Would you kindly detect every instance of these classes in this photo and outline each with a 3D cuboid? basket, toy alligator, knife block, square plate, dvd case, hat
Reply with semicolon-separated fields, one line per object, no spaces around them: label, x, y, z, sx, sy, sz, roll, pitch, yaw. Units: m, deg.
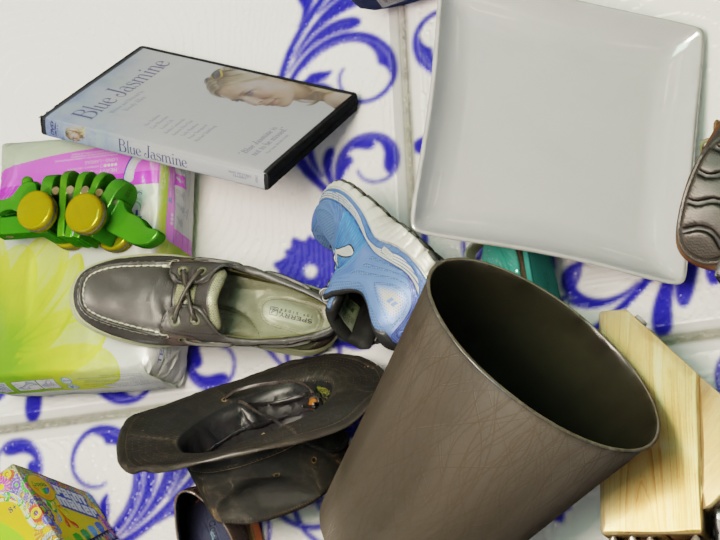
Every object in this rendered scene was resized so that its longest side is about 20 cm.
basket;0.067;0.120;1.330;0.180;0.136;0.200;37;121;1
toy alligator;-0.232;-0.048;1.497;0.199;0.059;0.054;4;76;24
knife block;0.189;0.151;1.346;0.176;0.064;0.200;-47;64;2
square plate;0.139;-0.098;1.410;0.199;0.028;0.199;11;71;-10
dvd case;-0.121;-0.119;1.521;0.199;0.018;0.143;14;35;24
hat;-0.069;0.129;1.419;0.200;0.201;0.081;-8;107;19

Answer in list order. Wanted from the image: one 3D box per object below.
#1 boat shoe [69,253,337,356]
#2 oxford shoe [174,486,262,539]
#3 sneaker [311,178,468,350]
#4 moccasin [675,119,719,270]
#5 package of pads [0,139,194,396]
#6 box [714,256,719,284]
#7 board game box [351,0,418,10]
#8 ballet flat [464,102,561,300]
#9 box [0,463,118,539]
boat shoe;-0.108;0.021;1.454;0.200;0.066;0.072;8;77;-9
oxford shoe;-0.091;0.246;1.421;0.071;0.073;0.200;-29;66;11
sneaker;0.000;0.000;1.417;0.089;0.079;0.200;-49;25;0
moccasin;0.274;-0.091;1.386;0.073;0.078;0.202;20;78;10
package of pads;-0.204;-0.005;1.544;0.154;0.068;0.201;-4;73;21
box;0.287;-0.039;1.289;0.044;0.200;0.161;16;81;23
board game box;0.070;-0.316;1.534;0.199;0.062;0.200;-18;68;15
ballet flat;0.102;-0.036;1.438;0.070;0.067;0.201;-14;67;32
box;-0.251;0.283;1.446;0.200;0.122;0.193;-40;63;6
